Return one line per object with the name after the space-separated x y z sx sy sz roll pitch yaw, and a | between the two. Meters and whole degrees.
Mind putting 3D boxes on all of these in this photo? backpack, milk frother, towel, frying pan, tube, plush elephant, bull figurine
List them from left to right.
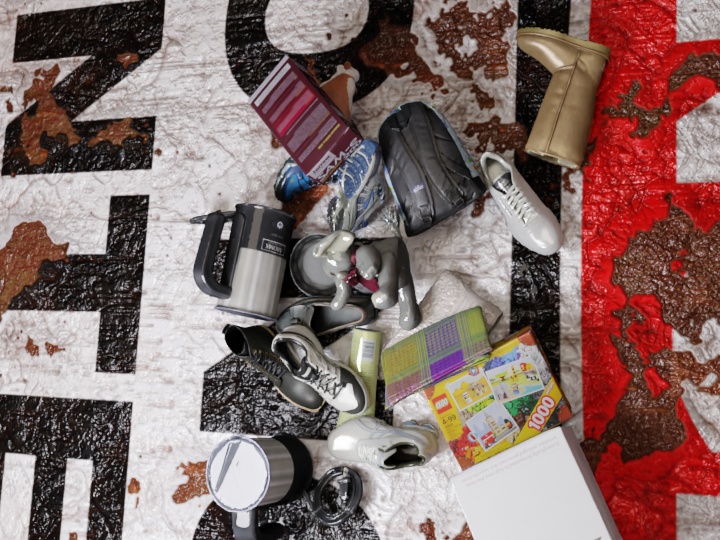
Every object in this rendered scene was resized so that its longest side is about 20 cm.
-0.228 -0.018 1.632 0.177 0.199 0.193 15 81 -20 | milk frother
-0.120 0.350 1.495 0.196 0.188 0.184 -22 75 15 | milk frother
-0.059 -0.274 1.583 0.118 0.065 0.205 -6 71 14 | bull figurine
-0.036 -0.007 1.602 0.185 0.031 0.118 4 101 12 | frying pan
-0.001 0.203 1.559 0.058 0.051 0.205 7 90 61 | tube
0.000 0.000 1.495 0.151 0.164 0.205 -11 75 19 | plush elephant
0.108 -0.187 1.536 0.161 0.154 0.202 -31 94 17 | backpack
0.118 0.137 1.457 0.197 0.145 0.023 -29 118 13 | towel
0.134 0.112 1.527 0.132 0.034 0.202 38 95 20 | towel

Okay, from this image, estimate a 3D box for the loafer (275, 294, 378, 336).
-0.068 0.081 1.584 0.196 0.063 0.074 -12 93 20 | loafer

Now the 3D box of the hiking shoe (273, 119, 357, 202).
-0.073 -0.185 1.626 0.199 0.074 0.087 -42 67 10 | hiking shoe

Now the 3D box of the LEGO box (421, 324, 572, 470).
0.219 0.202 1.441 0.197 0.077 0.151 -29 88 13 | LEGO box

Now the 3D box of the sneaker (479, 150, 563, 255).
0.260 -0.111 1.491 0.076 0.080 0.202 -39 72 9 | sneaker

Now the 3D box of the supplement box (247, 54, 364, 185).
-0.094 -0.254 1.517 0.109 0.061 0.201 -45 61 14 | supplement box

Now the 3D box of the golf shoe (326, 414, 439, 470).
0.030 0.291 1.491 0.195 0.097 0.080 -6 102 16 | golf shoe

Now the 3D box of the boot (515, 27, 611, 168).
0.314 -0.292 1.507 0.172 0.066 0.204 18 90 22 | boot

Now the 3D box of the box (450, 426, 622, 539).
0.272 0.371 1.385 0.196 0.130 0.204 -27 74 14 | box

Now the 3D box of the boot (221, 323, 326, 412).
-0.153 0.171 1.569 0.199 0.138 0.078 38 95 20 | boot

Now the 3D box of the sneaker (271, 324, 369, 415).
-0.074 0.177 1.521 0.199 0.087 0.076 39 108 16 | sneaker

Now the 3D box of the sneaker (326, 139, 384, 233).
0.005 -0.146 1.554 0.078 0.084 0.202 60 143 32 | sneaker
